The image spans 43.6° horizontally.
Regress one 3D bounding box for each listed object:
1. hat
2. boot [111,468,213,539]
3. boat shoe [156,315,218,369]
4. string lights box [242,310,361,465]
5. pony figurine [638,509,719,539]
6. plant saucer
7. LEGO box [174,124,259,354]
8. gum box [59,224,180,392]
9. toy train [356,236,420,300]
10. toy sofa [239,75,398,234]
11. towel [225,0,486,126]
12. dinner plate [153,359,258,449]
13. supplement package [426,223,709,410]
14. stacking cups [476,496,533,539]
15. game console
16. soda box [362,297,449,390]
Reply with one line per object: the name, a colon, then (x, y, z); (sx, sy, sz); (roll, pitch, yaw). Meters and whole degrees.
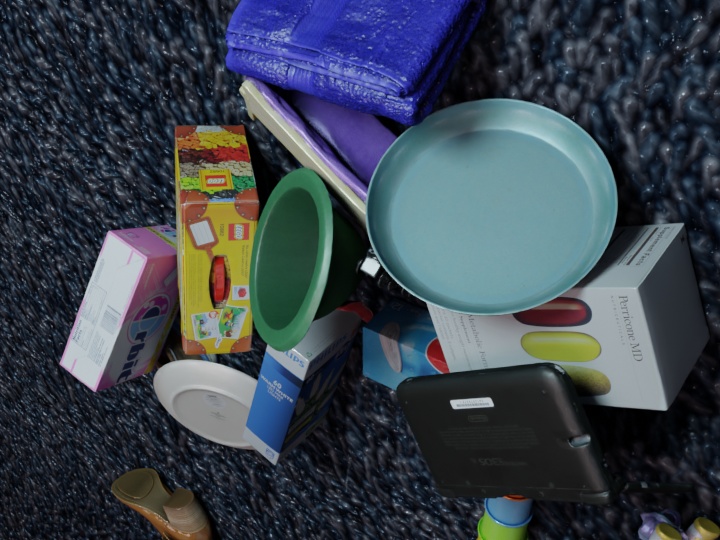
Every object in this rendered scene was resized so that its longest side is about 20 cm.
hat: (0.000, 0.000, 0.864); (0.200, 0.175, 0.167); (33, 110, 60)
boot: (-0.321, 0.417, 1.501); (0.198, 0.077, 0.156); (4, 125, 31)
boat shoe: (-0.289, 0.084, 1.232); (0.199, 0.072, 0.073); (32, 134, 20)
string lights box: (-0.070, 0.125, 1.046); (0.059, 0.103, 0.201); (36, 136, 17)
pony figurine: (0.278, 0.326, 0.865); (0.192, 0.166, 0.201); (28, 118, 14)
plant saucer: (0.103, -0.050, 0.724); (0.199, 0.201, 0.027); (28, 160, 23)
LEGO box: (-0.159, -0.034, 0.976); (0.150, 0.076, 0.201); (-108, 20, -48)
gum box: (-0.285, 0.049, 1.117); (0.066, 0.113, 0.201); (32, 109, 19)
toy train: (0.044, -0.002, 0.826); (0.034, 0.200, 0.046); (31, 94, 19)
toy sofa: (-0.015, -0.117, 0.820); (0.200, 0.083, 0.098); (46, 172, 7)
towel: (-0.008, -0.209, 0.738); (0.199, 0.149, 0.050); (23, 169, 27)
dinner plate: (-0.184, 0.187, 1.191); (0.198, 0.024, 0.201); (11, 139, 10)
supplement package: (0.173, 0.036, 0.767); (0.199, 0.109, 0.115); (-3, 116, 42)
stacking cups: (0.159, 0.238, 0.963); (0.060, 0.060, 0.202); (22, 127, 28)
game console: (0.157, 0.145, 0.794); (0.199, 0.116, 0.177); (-16, 102, 51)
soda box: (0.099, 0.102, 0.912); (0.199, 0.064, 0.068); (21, 130, 28)
